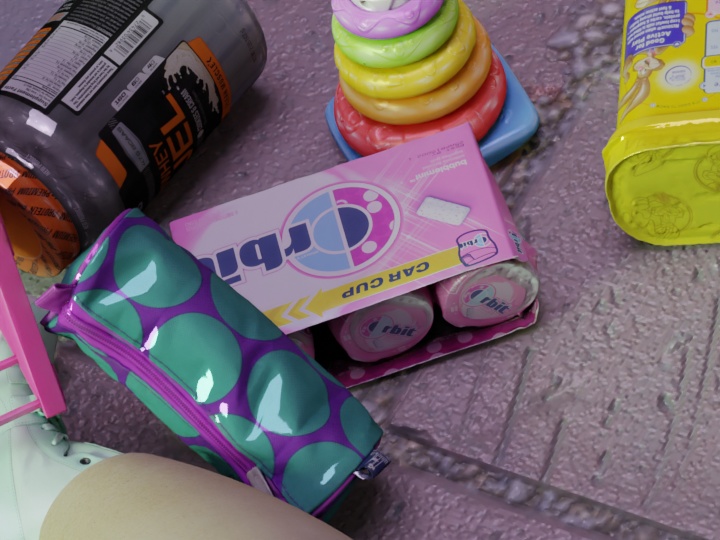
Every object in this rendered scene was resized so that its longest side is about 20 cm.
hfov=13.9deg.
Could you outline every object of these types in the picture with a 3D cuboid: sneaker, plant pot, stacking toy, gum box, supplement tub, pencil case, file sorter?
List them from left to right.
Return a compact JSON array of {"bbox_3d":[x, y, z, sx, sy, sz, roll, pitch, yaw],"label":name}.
[{"bbox_3d":[-0.266,-0.003,1.651,0.125,0.139,0.200,-23,37,-10],"label":"file sorter"},{"bbox_3d":[-0.167,0.100,1.684,0.118,0.074,0.201,0,50,11],"label":"sneaker"},{"bbox_3d":[-0.159,-0.099,1.810,0.122,0.123,0.200,24,62,32],"label":"supplement tub"},{"bbox_3d":[-0.084,0.182,1.528,0.187,0.188,0.200,-36,41,-13],"label":"plant pot"},{"bbox_3d":[-0.080,0.060,1.611,0.200,0.085,0.092,42,38,-1],"label":"pencil case"},{"bbox_3d":[0.000,0.000,1.714,0.200,0.066,0.114,-19,47,2],"label":"gum box"},{"bbox_3d":[0.021,-0.148,1.742,0.116,0.200,0.110,-27,49,-5],"label":"stacking toy"}]

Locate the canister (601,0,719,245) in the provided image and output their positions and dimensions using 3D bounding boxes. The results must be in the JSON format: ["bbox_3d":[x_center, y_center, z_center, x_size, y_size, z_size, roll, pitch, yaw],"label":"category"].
[{"bbox_3d":[0.223,-0.119,1.733,0.148,0.087,0.200,-4,49,14],"label":"canister"}]
